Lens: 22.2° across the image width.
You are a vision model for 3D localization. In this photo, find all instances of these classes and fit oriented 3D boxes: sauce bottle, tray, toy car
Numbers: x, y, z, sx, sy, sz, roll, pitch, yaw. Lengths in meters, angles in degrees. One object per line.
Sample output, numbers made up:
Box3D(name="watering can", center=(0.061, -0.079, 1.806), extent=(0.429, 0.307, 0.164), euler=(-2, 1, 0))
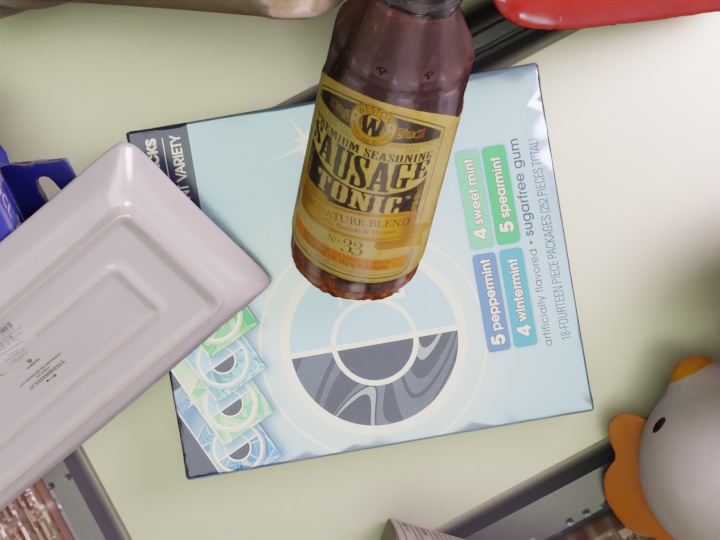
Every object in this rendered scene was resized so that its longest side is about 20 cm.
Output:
Box3D(name="sauce bottle", center=(0.012, -0.074, 0.782), extent=(0.066, 0.066, 0.200), euler=(8, 134, -2))
Box3D(name="tray", center=(-0.145, 0.040, 0.835), extent=(0.200, 0.022, 0.107), euler=(-39, 121, 8))
Box3D(name="toy car", center=(0.191, 0.065, 0.864), extent=(0.200, 0.184, 0.177), euler=(-26, 94, 28))

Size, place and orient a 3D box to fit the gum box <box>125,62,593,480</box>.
Box3D(name="gum box", center=(0.000, 0.000, 0.893), extent=(0.199, 0.045, 0.170), euler=(-10, 92, -2))

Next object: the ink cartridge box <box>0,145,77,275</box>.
Box3D(name="ink cartridge box", center=(-0.219, -0.002, 0.848), extent=(0.200, 0.076, 0.137), euler=(-24, 121, -2))

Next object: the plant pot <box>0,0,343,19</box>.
Box3D(name="plant pot", center=(-0.087, -0.187, 0.770), extent=(0.183, 0.200, 0.201), euler=(18, 93, 30))

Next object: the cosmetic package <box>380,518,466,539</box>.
Box3D(name="cosmetic package", center=(0.100, 0.184, 0.875), extent=(0.200, 0.105, 0.071), euler=(17, 89, -1))

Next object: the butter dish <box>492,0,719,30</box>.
Box3D(name="butter dish", center=(0.075, -0.203, 0.842), extent=(0.199, 0.148, 0.201), euler=(-13, 93, -41))
